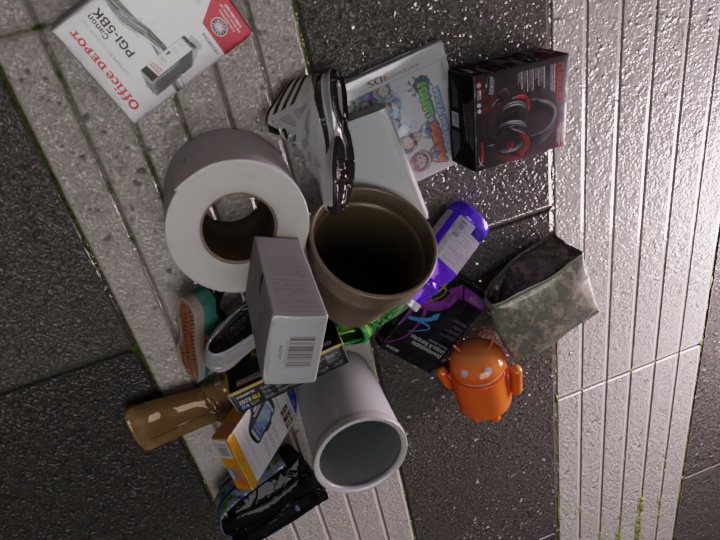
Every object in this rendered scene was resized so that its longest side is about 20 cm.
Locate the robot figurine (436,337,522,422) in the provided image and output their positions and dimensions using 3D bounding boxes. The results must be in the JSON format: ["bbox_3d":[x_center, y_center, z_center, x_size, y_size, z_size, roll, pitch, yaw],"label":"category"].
[{"bbox_3d":[0.239,0.218,1.229,0.116,0.143,0.202,-34,128,-23],"label":"robot figurine"}]

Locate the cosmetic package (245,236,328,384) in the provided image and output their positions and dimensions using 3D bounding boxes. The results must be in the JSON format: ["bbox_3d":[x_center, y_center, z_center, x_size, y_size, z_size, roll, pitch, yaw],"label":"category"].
[{"bbox_3d":[-0.102,0.045,0.796,0.073,0.200,0.103,3,118,-20],"label":"cosmetic package"}]

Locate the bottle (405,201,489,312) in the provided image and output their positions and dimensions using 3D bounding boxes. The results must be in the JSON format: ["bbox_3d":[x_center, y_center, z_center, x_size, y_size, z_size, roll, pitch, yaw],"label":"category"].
[{"bbox_3d":[0.138,-0.021,1.065,0.083,0.065,0.201,37,88,-28],"label":"bottle"}]

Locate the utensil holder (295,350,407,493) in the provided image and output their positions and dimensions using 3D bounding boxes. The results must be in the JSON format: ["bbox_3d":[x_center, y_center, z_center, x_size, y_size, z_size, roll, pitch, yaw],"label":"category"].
[{"bbox_3d":[-0.026,0.267,1.115,0.168,0.200,0.172,-9,121,-15],"label":"utensil holder"}]

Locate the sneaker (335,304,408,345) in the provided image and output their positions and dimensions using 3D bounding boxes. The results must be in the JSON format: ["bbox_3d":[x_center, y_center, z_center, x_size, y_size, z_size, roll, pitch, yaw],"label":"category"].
[{"bbox_3d":[0.014,0.091,1.099,0.198,0.084,0.075,-28,123,-3],"label":"sneaker"}]

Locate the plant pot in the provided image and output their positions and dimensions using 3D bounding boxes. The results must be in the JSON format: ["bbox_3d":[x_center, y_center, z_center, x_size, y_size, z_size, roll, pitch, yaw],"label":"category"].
[{"bbox_3d":[0.000,0.000,0.966,0.197,0.202,0.174,-1,148,-18],"label":"plant pot"}]

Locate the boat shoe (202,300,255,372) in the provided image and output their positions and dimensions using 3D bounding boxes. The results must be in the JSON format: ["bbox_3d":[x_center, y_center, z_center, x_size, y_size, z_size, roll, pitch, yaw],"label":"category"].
[{"bbox_3d":[-0.176,0.078,0.991,0.199,0.072,0.069,-37,164,-27],"label":"boat shoe"}]

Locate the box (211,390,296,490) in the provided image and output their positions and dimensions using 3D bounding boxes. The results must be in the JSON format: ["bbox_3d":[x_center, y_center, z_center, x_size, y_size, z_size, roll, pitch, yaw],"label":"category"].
[{"bbox_3d":[-0.179,0.271,1.092,0.041,0.200,0.120,-5,119,25],"label":"box"}]

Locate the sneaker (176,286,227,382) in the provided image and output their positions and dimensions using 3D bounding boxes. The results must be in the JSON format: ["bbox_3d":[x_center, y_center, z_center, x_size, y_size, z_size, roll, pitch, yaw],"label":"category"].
[{"bbox_3d":[-0.257,0.106,1.021,0.080,0.071,0.201,-30,148,-38],"label":"sneaker"}]

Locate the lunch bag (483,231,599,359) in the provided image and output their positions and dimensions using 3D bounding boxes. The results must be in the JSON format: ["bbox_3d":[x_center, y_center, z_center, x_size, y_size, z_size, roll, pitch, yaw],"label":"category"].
[{"bbox_3d":[0.333,0.056,1.170,0.199,0.118,0.165,-34,125,-4],"label":"lunch bag"}]

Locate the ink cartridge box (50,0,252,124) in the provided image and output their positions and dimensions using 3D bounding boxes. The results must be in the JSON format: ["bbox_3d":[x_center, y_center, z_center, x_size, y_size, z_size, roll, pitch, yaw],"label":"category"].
[{"bbox_3d":[-0.261,-0.309,0.778,0.199,0.083,0.147,-37,124,3],"label":"ink cartridge box"}]

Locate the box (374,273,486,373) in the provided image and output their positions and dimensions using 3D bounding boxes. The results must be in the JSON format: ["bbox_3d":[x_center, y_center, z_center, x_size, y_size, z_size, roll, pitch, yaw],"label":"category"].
[{"bbox_3d":[0.140,0.093,1.172,0.142,0.036,0.201,29,107,-30],"label":"box"}]

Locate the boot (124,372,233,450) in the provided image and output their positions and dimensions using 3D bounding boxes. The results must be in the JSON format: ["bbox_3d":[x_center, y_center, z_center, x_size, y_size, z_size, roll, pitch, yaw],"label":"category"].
[{"bbox_3d":[-0.298,0.279,1.115,0.198,0.066,0.177,-21,114,-6],"label":"boot"}]

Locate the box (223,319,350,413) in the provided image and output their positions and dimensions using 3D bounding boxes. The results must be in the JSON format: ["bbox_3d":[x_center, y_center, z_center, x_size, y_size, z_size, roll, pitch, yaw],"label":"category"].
[{"bbox_3d":[-0.132,0.131,1.026,0.198,0.160,0.050,-24,123,-4],"label":"box"}]

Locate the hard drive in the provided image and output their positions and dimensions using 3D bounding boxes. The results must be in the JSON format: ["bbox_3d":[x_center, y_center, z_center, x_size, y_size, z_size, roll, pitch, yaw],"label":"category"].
[{"bbox_3d":[0.015,-0.150,0.970,0.130,0.026,0.201,-15,124,16],"label":"hard drive"}]

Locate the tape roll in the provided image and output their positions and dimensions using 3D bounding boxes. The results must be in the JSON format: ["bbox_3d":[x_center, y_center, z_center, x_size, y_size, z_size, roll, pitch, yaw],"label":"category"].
[{"bbox_3d":[-0.185,-0.089,0.895,0.200,0.139,0.205,-8,120,-14],"label":"tape roll"}]

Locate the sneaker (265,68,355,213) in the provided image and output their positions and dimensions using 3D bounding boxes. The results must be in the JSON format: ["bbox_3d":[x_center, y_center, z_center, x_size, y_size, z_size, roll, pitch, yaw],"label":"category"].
[{"bbox_3d":[-0.074,-0.183,0.898,0.114,0.076,0.203,-1,96,21],"label":"sneaker"}]

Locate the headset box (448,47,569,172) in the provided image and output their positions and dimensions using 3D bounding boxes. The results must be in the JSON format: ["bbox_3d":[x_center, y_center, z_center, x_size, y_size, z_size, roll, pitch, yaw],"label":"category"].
[{"bbox_3d":[0.244,-0.259,0.971,0.198,0.075,0.150,-18,121,-19],"label":"headset box"}]

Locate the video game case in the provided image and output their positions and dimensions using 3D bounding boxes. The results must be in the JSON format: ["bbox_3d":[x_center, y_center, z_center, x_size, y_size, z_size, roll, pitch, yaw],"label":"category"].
[{"bbox_3d":[0.071,-0.233,0.971,0.180,0.024,0.202,-25,124,-4],"label":"video game case"}]

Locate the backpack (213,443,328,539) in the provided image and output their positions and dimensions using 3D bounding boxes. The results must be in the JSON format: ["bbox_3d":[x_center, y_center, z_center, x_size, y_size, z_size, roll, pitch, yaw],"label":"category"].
[{"bbox_3d":[-0.190,0.445,1.207,0.200,0.153,0.164,-42,128,-19],"label":"backpack"}]
